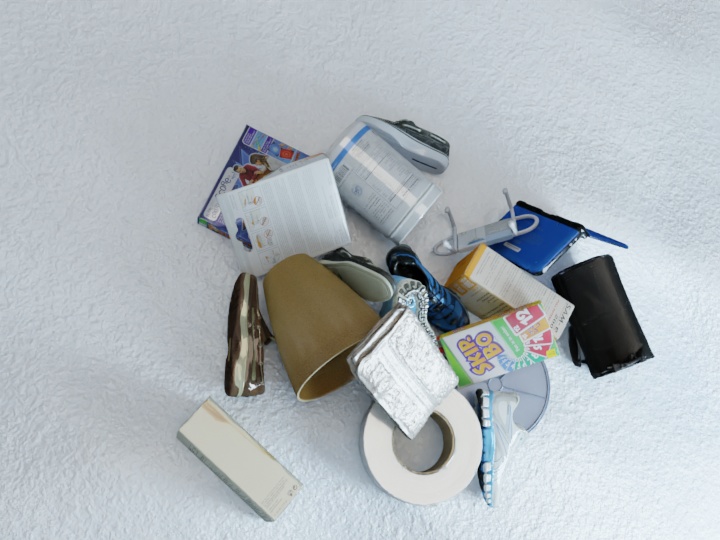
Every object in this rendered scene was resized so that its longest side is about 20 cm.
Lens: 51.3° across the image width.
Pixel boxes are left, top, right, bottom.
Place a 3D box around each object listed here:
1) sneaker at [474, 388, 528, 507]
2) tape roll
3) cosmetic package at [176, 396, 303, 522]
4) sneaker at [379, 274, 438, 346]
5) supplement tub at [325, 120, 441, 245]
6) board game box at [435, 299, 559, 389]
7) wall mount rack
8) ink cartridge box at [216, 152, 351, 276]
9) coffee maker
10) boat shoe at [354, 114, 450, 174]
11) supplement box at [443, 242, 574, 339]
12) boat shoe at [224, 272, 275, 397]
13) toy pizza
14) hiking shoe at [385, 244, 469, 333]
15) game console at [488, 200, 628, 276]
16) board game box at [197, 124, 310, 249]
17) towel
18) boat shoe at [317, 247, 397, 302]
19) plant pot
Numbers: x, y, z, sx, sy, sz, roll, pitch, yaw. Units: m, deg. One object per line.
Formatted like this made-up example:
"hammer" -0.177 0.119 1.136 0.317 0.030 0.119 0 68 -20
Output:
"sneaker" 0.239 0.297 1.251 0.086 0.075 0.203 -1 96 -4
"tape roll" 0.097 0.283 1.238 0.200 0.071 0.205 2 76 -7
"cosmetic package" -0.189 0.293 1.158 0.200 0.105 0.071 44 67 0
"sneaker" 0.076 0.094 1.273 0.078 0.090 0.202 -17 118 -24
"supplement tub" 0.031 -0.156 1.335 0.200 0.132 0.132 40 68 -1
"board game box" 0.226 0.129 1.268 0.198 0.030 0.096 -20 97 12
"wall mount rack" 0.212 -0.075 1.321 0.198 0.174 0.075 -17 115 15
"ink cartridge box" -0.128 -0.090 1.273 0.198 0.050 0.164 -19 114 -7
"coffee maker" 0.436 0.078 1.334 0.133 0.192 0.202 -19 77 -4
"boat shoe" 0.079 -0.249 1.417 0.198 0.072 0.072 24 60 -17
"supplement box" 0.258 0.051 1.332 0.199 0.126 0.074 34 69 -2
"boat shoe" -0.179 0.107 1.240 0.074 0.075 0.205 8 79 -23
"toy pizza" 0.234 0.202 1.319 0.198 0.032 0.203 1 79 -3
"hiking shoe" 0.114 0.046 1.302 0.200 0.087 0.074 45 104 -7
"game console" 0.348 -0.046 1.364 0.171 0.200 0.118 -44 117 -4
"board game box" -0.185 -0.143 1.327 0.134 0.034 0.201 26 69 -5
"towel" 0.071 0.157 1.159 0.133 0.034 0.200 -47 123 -14
"boat shoe" 0.000 0.000 1.253 0.067 0.199 0.072 -34 117 -24
"plant pot" -0.074 0.078 1.225 0.185 0.187 0.201 -28 69 -20
